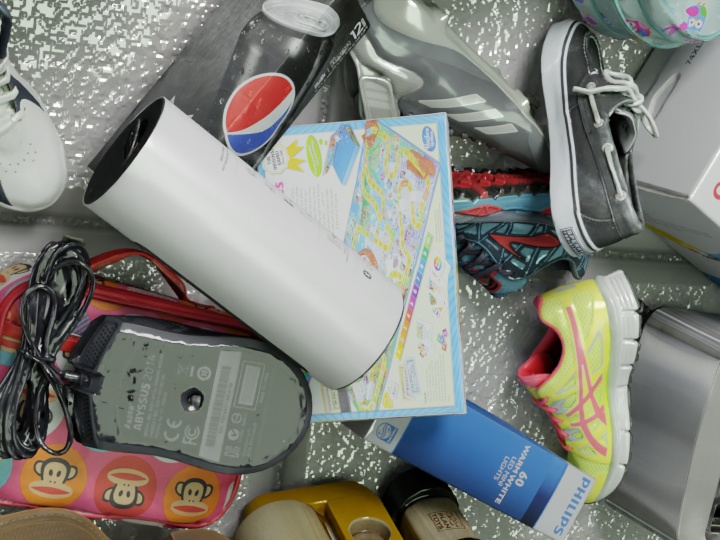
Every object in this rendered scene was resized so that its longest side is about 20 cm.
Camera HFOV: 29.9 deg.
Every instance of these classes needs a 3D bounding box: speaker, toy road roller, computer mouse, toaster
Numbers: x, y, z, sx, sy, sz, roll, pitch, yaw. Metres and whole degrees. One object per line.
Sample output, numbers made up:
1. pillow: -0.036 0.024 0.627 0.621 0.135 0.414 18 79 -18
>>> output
1. speaker: -0.069 -0.015 0.821 0.199 0.081 0.082 39 86 -23
2. toy road roller: 0.005 0.247 1.005 0.197 0.123 0.148 -2 118 -22
3. computer mouse: -0.127 0.068 0.856 0.198 0.053 0.140 17 90 -18
4. toaster: 0.301 0.129 1.109 0.198 0.118 0.183 9 99 -26

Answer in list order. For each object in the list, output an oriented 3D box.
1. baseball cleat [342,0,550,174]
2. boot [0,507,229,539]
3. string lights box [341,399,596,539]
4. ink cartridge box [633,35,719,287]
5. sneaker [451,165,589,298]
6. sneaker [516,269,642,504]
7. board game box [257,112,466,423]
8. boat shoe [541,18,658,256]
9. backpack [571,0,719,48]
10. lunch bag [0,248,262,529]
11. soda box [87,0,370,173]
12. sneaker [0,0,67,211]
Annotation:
1. baseball cleat: 0.059 -0.120 0.975 0.106 0.070 0.200 -44 115 9
2. boot: -0.195 0.229 0.904 0.198 0.077 0.156 3 138 -39
3. string lights box: 0.070 0.125 1.011 0.199 0.103 0.059 31 88 -27
4. ink cartridge box: 0.307 -0.075 1.044 0.199 0.146 0.148 34 88 -27
5. sneaker: 0.099 -0.024 1.001 0.197 0.079 0.097 -1 105 -24
6. sneaker: 0.166 0.094 1.065 0.089 0.078 0.203 -4 113 -7
7. board game box: 0.000 0.000 0.915 0.132 0.034 0.203 -3 83 6
8. boat shoe: 0.172 -0.105 0.961 0.074 0.067 0.201 46 38 -39
9. backpack: 0.231 -0.260 0.972 0.166 0.126 0.201 35 85 -27
10. lunch bag: -0.164 0.074 0.909 0.198 0.082 0.178 14 93 -28
11. soda box: -0.084 -0.116 0.887 0.201 0.071 0.063 -52 157 -4
12. sneaker: -0.234 -0.111 0.798 0.079 0.129 0.201 -30 114 -13
